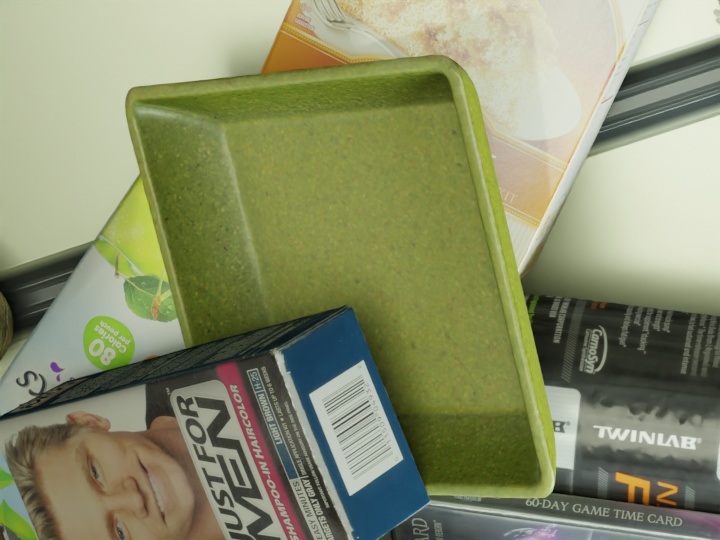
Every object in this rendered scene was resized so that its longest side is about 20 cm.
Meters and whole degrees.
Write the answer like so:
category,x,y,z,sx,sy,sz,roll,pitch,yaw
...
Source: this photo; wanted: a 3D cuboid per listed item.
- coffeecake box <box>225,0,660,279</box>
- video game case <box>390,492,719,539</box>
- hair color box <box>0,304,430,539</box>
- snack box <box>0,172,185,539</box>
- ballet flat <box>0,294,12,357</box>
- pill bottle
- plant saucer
category,x,y,z,sx,sy,sz,roll,pitch,yaw
coffeecake box,0.050,-0.116,1.316,0.153,0.073,0.201,27,104,7
video game case,0.115,0.150,1.331,0.199,0.143,0.019,8,58,10
hair color box,-0.073,0.089,1.287,0.199,0.060,0.100,-16,99,43
snack box,-0.097,0.061,1.388,0.142,0.053,0.200,37,106,4
ballet flat,-0.259,-0.019,1.392,0.200,0.071,0.071,41,105,2
pill bottle,0.148,0.072,1.314,0.199,0.106,0.107,6,101,10
plant saucer,0.000,0.000,1.262,0.199,0.048,0.201,-2,108,40
